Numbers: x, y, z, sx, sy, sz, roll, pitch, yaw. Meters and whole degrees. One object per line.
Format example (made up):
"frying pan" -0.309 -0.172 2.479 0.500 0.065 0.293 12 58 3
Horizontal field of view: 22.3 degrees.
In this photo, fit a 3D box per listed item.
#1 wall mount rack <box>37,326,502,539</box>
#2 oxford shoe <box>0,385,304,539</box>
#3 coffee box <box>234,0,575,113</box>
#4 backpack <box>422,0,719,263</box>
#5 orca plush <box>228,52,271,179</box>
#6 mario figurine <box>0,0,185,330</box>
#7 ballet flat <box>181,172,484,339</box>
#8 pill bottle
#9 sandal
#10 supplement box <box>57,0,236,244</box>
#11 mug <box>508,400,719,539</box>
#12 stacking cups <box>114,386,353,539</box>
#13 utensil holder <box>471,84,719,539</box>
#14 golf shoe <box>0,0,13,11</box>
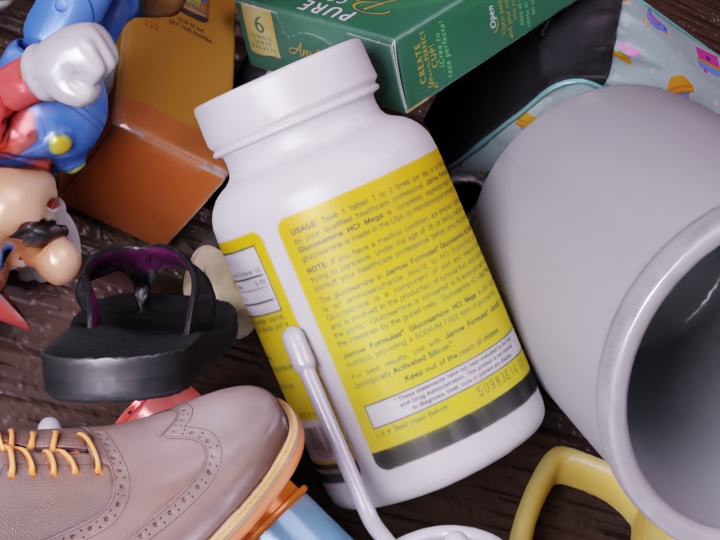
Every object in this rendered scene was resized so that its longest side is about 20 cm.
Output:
"wall mount rack" -0.040 0.111 0.739 0.200 0.075 0.174 -19 35 -20
"oxford shoe" -0.111 0.086 0.666 0.200 0.073 0.071 -28 38 -20
"coffee box" 0.045 -0.156 0.966 0.123 0.044 0.200 21 45 40
"backpack" 0.152 -0.050 1.043 0.200 0.176 0.154 21 55 -24
"orca plush" -0.025 -0.101 1.017 0.105 0.071 0.200 27 59 -10
"mario figurine" -0.128 -0.050 0.787 0.106 0.200 0.123 23 -9 40
"ballet flat" -0.014 -0.018 0.940 0.200 0.057 0.067 -25 88 -43
"pill bottle" 0.000 0.000 0.851 0.112 0.112 0.200 -30 99 -53
"sandal" -0.090 0.016 0.770 0.075 0.048 0.200 -3 6 -3
"supplement box" -0.108 -0.110 0.949 0.066 0.069 0.200 25 42 -24
"mug" 0.180 0.170 0.913 0.150 0.186 0.153 64 35 -32
"stacking cups" -0.029 0.130 0.803 0.200 0.061 0.060 43 36 8
"utensil holder" 0.157 0.012 0.856 0.170 0.170 0.200 25 13 -23
"golf shoe" -0.228 -0.183 0.777 0.200 0.097 0.078 18 13 -20
